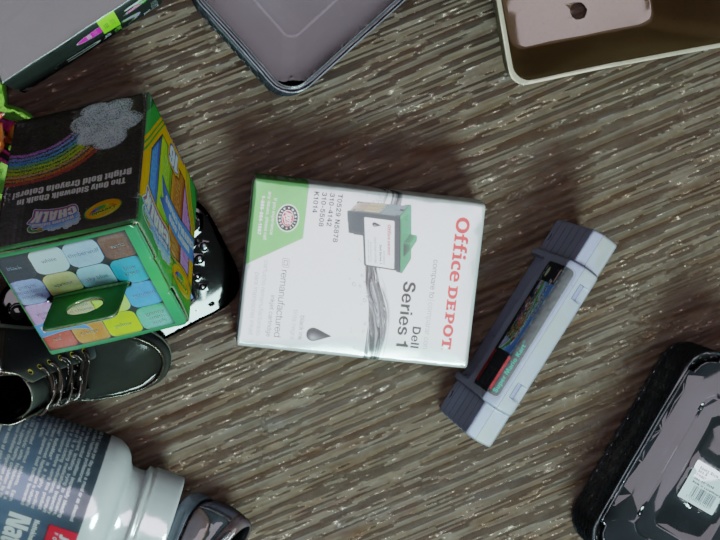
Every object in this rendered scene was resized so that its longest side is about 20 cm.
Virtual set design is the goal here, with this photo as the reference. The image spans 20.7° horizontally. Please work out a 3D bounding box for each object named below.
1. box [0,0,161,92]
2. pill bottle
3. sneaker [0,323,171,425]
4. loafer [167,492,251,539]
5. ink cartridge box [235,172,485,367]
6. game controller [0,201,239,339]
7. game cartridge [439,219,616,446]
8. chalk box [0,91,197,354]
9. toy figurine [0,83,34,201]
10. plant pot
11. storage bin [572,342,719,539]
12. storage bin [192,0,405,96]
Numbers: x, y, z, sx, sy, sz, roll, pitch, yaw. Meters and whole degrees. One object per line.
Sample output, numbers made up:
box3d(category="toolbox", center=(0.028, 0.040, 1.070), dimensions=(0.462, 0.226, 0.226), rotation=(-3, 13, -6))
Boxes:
box3d(category="box", center=(-0.252, -0.235, 1.585), dimensions=(0.148, 0.200, 0.124), rotation=(-33, 96, -2))
box3d(category="pill bottle", center=(-0.256, 0.184, 1.651), dimensions=(0.200, 0.120, 0.120), rotation=(19, 92, -5))
box3d(category="sneaker", center=(-0.244, 0.091, 1.621), dimensions=(0.200, 0.106, 0.075), rotation=(0, 111, -21))
box3d(category="loafer", center=(-0.147, 0.293, 1.684), dimensions=(0.063, 0.072, 0.200), rotation=(16, 89, 27))
box3d(category="ink cartridge box", center=(0.000, 0.000, 1.680), dimensions=(0.200, 0.084, 0.146), rotation=(6, 93, -5))
box3d(category="game controller", center=(-0.206, 0.020, 1.685), dimensions=(0.200, 0.042, 0.104), rotation=(-27, 95, -2))
box3d(category="game cartridge", center=(0.138, 0.049, 1.672), dimensions=(0.038, 0.130, 0.200), rotation=(32, 90, -6))
box3d(category="chalk box", center=(-0.209, -0.022, 1.568), dimensions=(0.125, 0.200, 0.124), rotation=(-11, 136, 12))
box3d(category="toy figurine", center=(-0.347, -0.126, 1.592), dimensions=(0.200, 0.184, 0.150), rotation=(35, 90, -7))
box3d(category="plant pot", center=(0.189, -0.265, 1.633), dimensions=(0.199, 0.177, 0.200), rotation=(-11, 94, -5))
box3d(category="storage bin", center=(0.290, 0.177, 1.705), dimensions=(0.135, 0.094, 0.200), rotation=(30, 90, -6))
box3d(category="storage bin", center=(-0.033, -0.254, 1.658), dimensions=(0.200, 0.094, 0.135), rotation=(-42, 96, -2))
